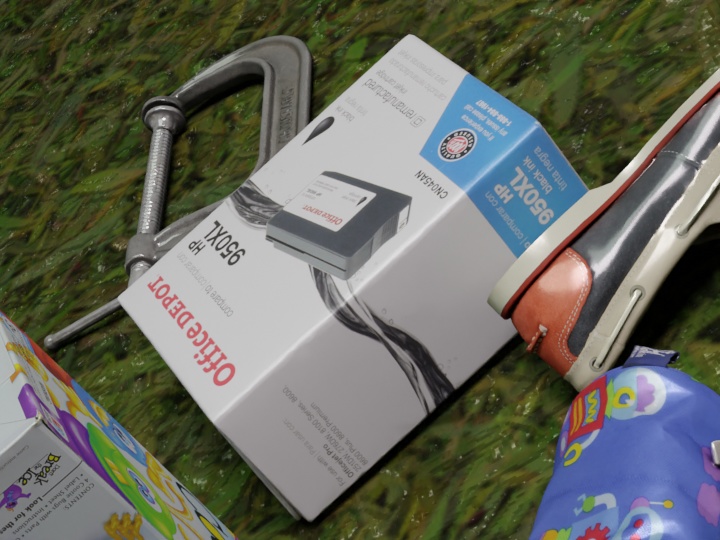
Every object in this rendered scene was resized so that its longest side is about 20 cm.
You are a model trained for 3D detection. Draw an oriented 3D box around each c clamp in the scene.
[{"bbox_3d":[-0.101,-0.058,1.195,0.170,0.027,0.200,-21,38,27],"label":"c clamp"}]

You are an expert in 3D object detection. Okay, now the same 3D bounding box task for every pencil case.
[{"bbox_3d":[0.098,0.120,0.730,0.087,0.078,0.200,-25,28,33],"label":"pencil case"}]

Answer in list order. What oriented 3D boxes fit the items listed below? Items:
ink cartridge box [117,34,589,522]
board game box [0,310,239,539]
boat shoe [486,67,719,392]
[{"bbox_3d":[0.000,0.000,0.978,0.200,0.084,0.145,-43,33,-3],"label":"ink cartridge box"},{"bbox_3d":[-0.116,0.127,0.838,0.105,0.200,0.103,-40,33,1],"label":"board game box"},{"bbox_3d":[0.145,-0.032,0.898,0.200,0.071,0.063,-43,76,-9],"label":"boat shoe"}]
